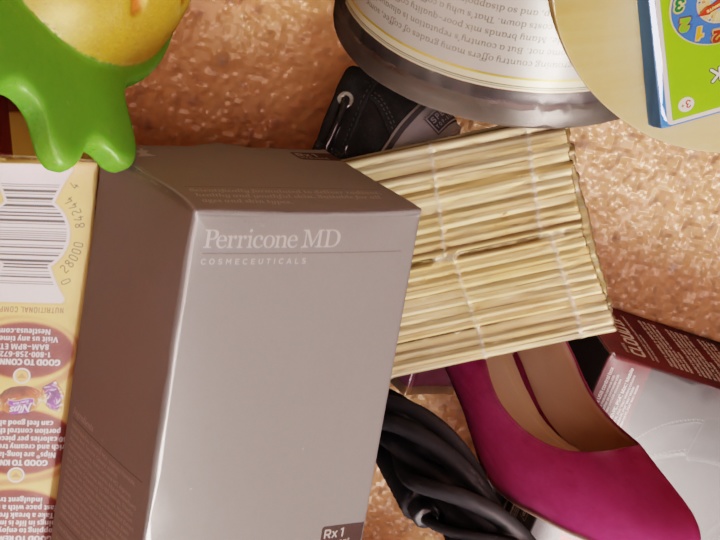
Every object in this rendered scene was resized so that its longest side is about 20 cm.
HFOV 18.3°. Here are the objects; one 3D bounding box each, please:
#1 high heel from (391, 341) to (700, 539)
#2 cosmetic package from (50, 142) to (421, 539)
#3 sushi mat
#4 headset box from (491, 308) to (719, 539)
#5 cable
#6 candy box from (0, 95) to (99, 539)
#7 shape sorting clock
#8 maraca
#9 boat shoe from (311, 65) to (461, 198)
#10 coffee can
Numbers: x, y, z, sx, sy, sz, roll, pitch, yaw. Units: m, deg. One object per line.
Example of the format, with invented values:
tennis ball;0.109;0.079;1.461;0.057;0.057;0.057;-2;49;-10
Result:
high heel;0.079;0.040;0.949;0.067;0.200;0.096;-5;121;-47
cosmetic package;-0.053;0.055;0.883;0.107;0.090;0.200;-3;114;-32
sushi mat;0.000;0.000;0.938;0.200;0.012;0.096;-12;100;8
headset box;0.148;0.110;1.045;0.200;0.077;0.149;18;106;-18
cable;0.024;0.128;0.975;0.051;0.200;0.163;-28;157;-25
candy box;-0.146;0.030;0.940;0.056;0.117;0.200;1;110;-11
shape sorting clock;0.162;-0.129;0.817;0.200;0.039;0.200;-8;125;-12
maraca;-0.118;-0.124;0.852;0.107;0.200;0.137;-27;129;29
boat shoe;-0.030;0.001;0.984;0.057;0.069;0.200;35;103;6
coffee can;0.071;-0.177;0.857;0.146;0.146;0.200;-1;128;-10
